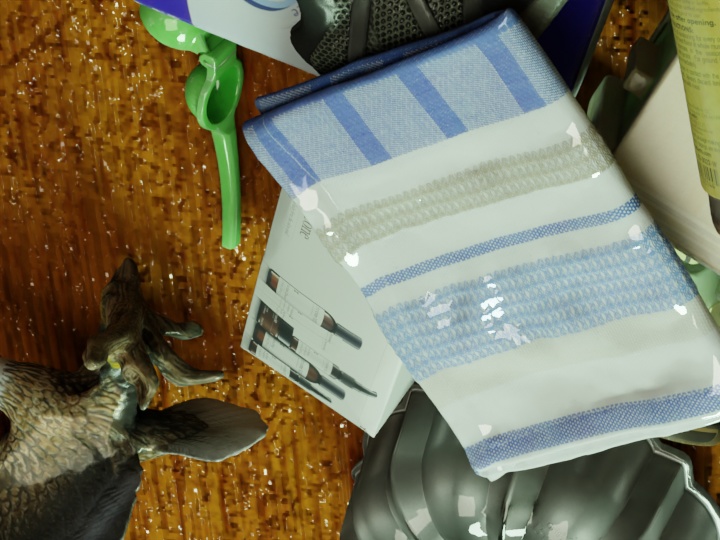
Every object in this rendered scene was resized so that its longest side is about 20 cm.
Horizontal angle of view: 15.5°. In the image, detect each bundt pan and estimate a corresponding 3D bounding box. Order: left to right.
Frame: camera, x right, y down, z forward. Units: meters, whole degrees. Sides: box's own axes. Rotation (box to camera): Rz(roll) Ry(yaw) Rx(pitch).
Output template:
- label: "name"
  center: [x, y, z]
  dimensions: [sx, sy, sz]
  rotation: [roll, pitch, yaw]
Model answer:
- label: "bundt pan"
  center: [0.077, 0.148, 1.308]
  dimensions: [0.200, 0.076, 0.203]
  rotation: [14, 133, 16]

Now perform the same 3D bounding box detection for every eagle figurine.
- label: "eagle figurine"
  center: [-0.163, 0.091, 1.331]
  dimensions: [0.151, 0.151, 0.201]
  rotation: [47, 112, 30]

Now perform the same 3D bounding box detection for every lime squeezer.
- label: "lime squeezer"
  center: [-0.088, -0.095, 1.249]
  dimensions: [0.070, 0.038, 0.201]
  rotation: [-19, 114, 27]

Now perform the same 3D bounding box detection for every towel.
- label: "towel"
  center: [0.055, -0.004, 1.065]
  dimensions: [0.146, 0.024, 0.201]
  rotation: [-16, 118, 38]

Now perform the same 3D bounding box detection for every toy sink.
- label: "toy sink"
  center: [0.162, -0.063, 1.103]
  dimensions: [0.112, 0.130, 0.201]
  rotation: [30, 111, -2]

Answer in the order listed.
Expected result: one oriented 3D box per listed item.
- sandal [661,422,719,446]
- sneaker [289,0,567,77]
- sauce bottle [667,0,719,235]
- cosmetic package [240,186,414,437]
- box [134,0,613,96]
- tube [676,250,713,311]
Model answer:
- label: "sandal"
  center: [0.098, 0.013, 1.246]
  dimensions: [0.200, 0.082, 0.055]
  rotation: [40, 103, 0]
- label: "sneaker"
  center: [0.033, -0.139, 1.028]
  dimensions: [0.114, 0.076, 0.200]
  rotation: [30, 132, -10]
- label: "sauce bottle"
  center: [0.143, -0.110, 0.978]
  dimensions: [0.064, 0.065, 0.201]
  rotation: [-5, 115, 21]
- label: "cosmetic package"
  center: [0.000, 0.000, 1.194]
  dimensions: [0.082, 0.051, 0.200]
  rotation: [32, 153, 7]
- label: "box"
  center: [0.024, -0.177, 1.119]
  dimensions: [0.199, 0.105, 0.185]
  rotation: [21, 126, 4]
- label: "tube"
  center: [0.136, -0.016, 1.219]
  dimensions: [0.199, 0.052, 0.058]
  rotation: [35, 106, -3]
